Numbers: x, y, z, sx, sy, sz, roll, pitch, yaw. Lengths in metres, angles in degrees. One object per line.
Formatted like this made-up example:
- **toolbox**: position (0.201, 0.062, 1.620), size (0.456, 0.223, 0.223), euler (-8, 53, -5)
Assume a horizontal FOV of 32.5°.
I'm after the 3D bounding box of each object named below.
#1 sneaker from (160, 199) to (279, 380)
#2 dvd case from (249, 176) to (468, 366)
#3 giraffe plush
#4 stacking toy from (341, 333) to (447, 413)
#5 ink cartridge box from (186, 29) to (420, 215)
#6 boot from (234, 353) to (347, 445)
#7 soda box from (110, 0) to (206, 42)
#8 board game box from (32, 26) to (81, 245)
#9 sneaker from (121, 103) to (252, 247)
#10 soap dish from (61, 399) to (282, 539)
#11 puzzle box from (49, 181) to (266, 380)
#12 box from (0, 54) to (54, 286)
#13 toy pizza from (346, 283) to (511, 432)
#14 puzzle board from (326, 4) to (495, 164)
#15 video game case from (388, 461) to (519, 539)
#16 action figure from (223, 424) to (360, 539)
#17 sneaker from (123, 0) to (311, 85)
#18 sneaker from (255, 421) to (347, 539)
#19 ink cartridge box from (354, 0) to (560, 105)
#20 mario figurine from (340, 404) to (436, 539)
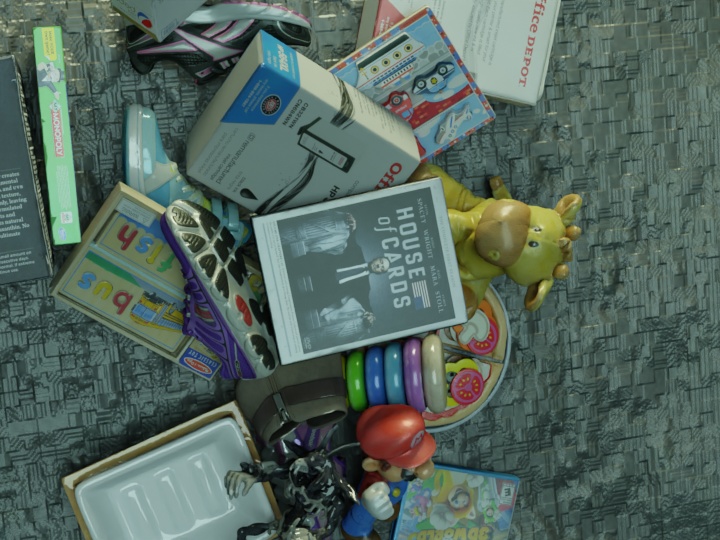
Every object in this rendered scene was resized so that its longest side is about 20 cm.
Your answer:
- **sneaker**: position (-0.153, 0.028, 1.220), size (0.082, 0.081, 0.202), euler (-15, 112, 22)
- **dvd case**: position (0.000, 0.000, 1.239), size (0.197, 0.025, 0.153), euler (-13, 95, -8)
- **giraffe plush**: position (0.146, -0.026, 1.308), size (0.198, 0.161, 0.176), euler (-4, 96, -33)
- **stacking toy**: position (-0.007, 0.117, 1.338), size (0.197, 0.085, 0.087), euler (-4, 98, 7)
- **ink cartridge box**: position (-0.058, -0.123, 1.261), size (0.198, 0.085, 0.146), euler (28, 116, -23)
- **boot**: position (-0.045, 0.086, 1.286), size (0.198, 0.070, 0.148), euler (-30, 60, 12)
- **soda box**: position (-0.161, -0.321, 1.230), size (0.068, 0.064, 0.200), euler (34, 63, 15)
- **board game box**: position (-0.300, -0.132, 1.218), size (0.029, 0.134, 0.204), euler (-5, 98, -14)
- **sneaker**: position (-0.180, -0.078, 1.288), size (0.128, 0.080, 0.203), euler (-8, 107, -12)
- **soap dish**: position (-0.197, 0.246, 1.314), size (0.198, 0.081, 0.159), euler (-23, 102, -12)
- **puzzle box**: position (-0.198, 0.015, 1.255), size (0.199, 0.025, 0.134), euler (31, 104, -27)
- **box**: position (-0.366, -0.092, 1.172), size (0.121, 0.200, 0.202), euler (-9, 97, -13)
- **toy pizza**: position (0.082, 0.086, 1.398), size (0.197, 0.032, 0.204), euler (-2, 96, -15)
- **puzzle board**: position (0.025, -0.165, 1.306), size (0.198, 0.017, 0.151), euler (-31, 122, 11)
- **video game case**: position (0.100, 0.328, 1.436), size (0.141, 0.018, 0.203), euler (11, 93, -17)
- **action figure**: position (-0.078, 0.247, 1.246), size (0.202, 0.118, 0.102), euler (-60, 151, 3)
- **sneaker**: position (-0.150, -0.236, 1.286), size (0.196, 0.080, 0.088), euler (2, 101, -3)
- **sneaker**: position (-0.050, 0.245, 1.361), size (0.088, 0.080, 0.203), euler (-18, 104, -31)
- **ink cartridge box**: position (0.105, -0.270, 1.340), size (0.197, 0.083, 0.149), euler (11, 94, -15)
- **mario figurine**: position (0.040, 0.227, 1.314), size (0.104, 0.125, 0.202), euler (1, 137, -13)
